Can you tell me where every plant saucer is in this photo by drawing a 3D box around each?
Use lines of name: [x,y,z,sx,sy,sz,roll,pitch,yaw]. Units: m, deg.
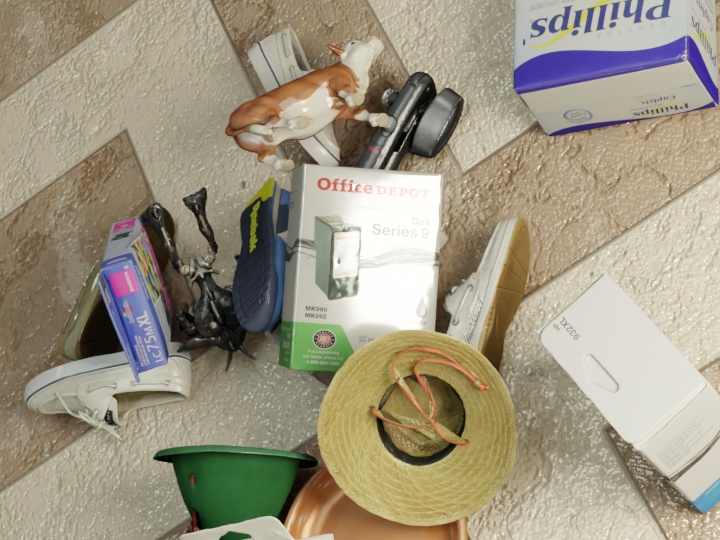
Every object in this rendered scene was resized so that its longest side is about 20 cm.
plant saucer: [0.015,0.267,1.552,0.198,0.037,0.202,-12,63,24]

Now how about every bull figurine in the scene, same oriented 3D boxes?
bull figurine: [-0.045,-0.176,1.697,0.199,0.066,0.121,-31,34,-14]

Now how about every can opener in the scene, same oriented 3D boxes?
can opener: [0.027,-0.121,1.709,0.078,0.063,0.201,33,86,39]

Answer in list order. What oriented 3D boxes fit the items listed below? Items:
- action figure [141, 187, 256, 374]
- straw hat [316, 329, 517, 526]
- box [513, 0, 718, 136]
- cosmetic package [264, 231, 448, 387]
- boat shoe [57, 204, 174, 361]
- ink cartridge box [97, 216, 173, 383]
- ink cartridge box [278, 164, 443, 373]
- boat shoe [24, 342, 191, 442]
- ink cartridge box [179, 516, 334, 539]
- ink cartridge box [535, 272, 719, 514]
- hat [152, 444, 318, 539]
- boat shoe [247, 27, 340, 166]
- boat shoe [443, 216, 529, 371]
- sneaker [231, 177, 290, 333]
action figure: [-0.158,0.016,1.727,0.118,0.102,0.202,-25,78,7]
straw hat: [0.060,0.131,1.510,0.200,0.202,0.085,-23,17,17]
box: [0.257,-0.258,1.622,0.182,0.105,0.202,-9,64,26]
cosmetic package: [-0.004,0.016,1.670,0.082,0.051,0.201,37,88,35]
boat shoe: [-0.278,0.012,1.810,0.065,0.072,0.201,7,65,47]
ink cartridge box: [-0.233,0.027,1.688,0.042,0.120,0.200,-16,18,3]
ink cartridge box: [0.000,0.000,1.581,0.144,0.084,0.202,3,89,-9]
boat shoe: [-0.274,0.144,1.751,0.200,0.075,0.087,-13,65,12]
ink cartridge box: [-0.091,0.331,1.481,0.128,0.125,0.202,-15,81,30]
ink cartridge box: [0.255,0.109,1.393,0.084,0.200,0.145,-42,55,5]
hat: [-0.128,0.270,1.577,0.164,0.200,0.178,4,78,-6]
boat shoe: [-0.060,-0.194,1.790,0.065,0.072,0.201,-36,50,9]
boat shoe: [0.112,0.038,1.584,0.069,0.071,0.202,11,75,30]
sneaker: [-0.082,-0.010,1.677,0.074,0.082,0.201,-38,32,35]
